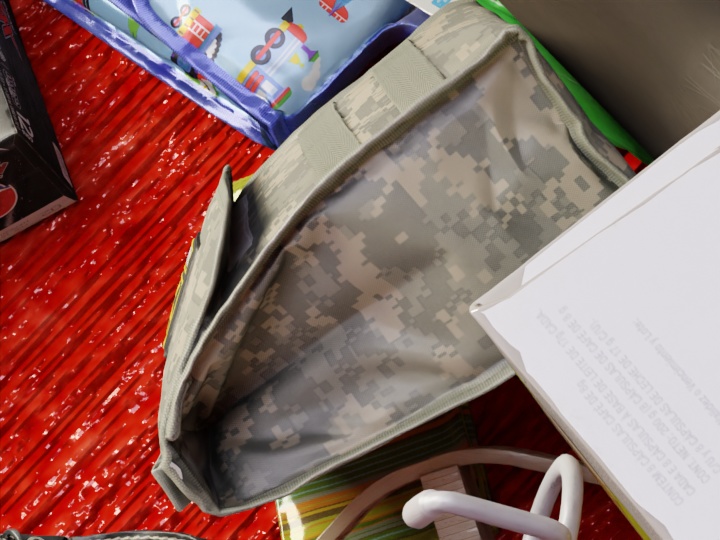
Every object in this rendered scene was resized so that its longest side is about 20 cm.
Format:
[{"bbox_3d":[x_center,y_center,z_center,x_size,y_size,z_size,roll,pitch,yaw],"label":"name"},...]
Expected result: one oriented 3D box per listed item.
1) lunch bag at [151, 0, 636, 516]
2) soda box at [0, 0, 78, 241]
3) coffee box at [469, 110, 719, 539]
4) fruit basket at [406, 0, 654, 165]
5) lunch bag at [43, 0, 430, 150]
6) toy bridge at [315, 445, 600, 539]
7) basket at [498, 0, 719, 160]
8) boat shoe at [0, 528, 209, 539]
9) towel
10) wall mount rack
[{"bbox_3d":[0.000,0.000,1.091,0.200,0.164,0.118,-39,98,4],"label":"lunch bag"},{"bbox_3d":[-0.192,-0.104,1.325,0.071,0.063,0.200,-27,55,8],"label":"soda box"},{"bbox_3d":[0.187,0.046,0.972,0.200,0.198,0.200,-39,71,0],"label":"coffee box"},{"bbox_3d":[0.146,-0.135,1.199,0.185,0.094,0.200,33,63,33],"label":"fruit basket"},{"bbox_3d":[-0.043,-0.148,1.284,0.200,0.094,0.151,36,77,23],"label":"lunch bag"},{"bbox_3d":[0.041,0.101,1.115,0.200,0.027,0.067,-19,85,12],"label":"toy bridge"},{"bbox_3d":[0.097,-0.135,1.049,0.136,0.180,0.200,-40,92,26],"label":"basket"},{"bbox_3d":[-0.143,0.131,1.117,0.199,0.066,0.075,-12,47,11],"label":"boat shoe"},{"bbox_3d":[-0.006,0.033,1.196,0.086,0.018,0.200,-20,56,11],"label":"towel"},{"bbox_3d":[0.016,0.157,0.996,0.075,0.174,0.200,15,66,-7],"label":"wall mount rack"}]
